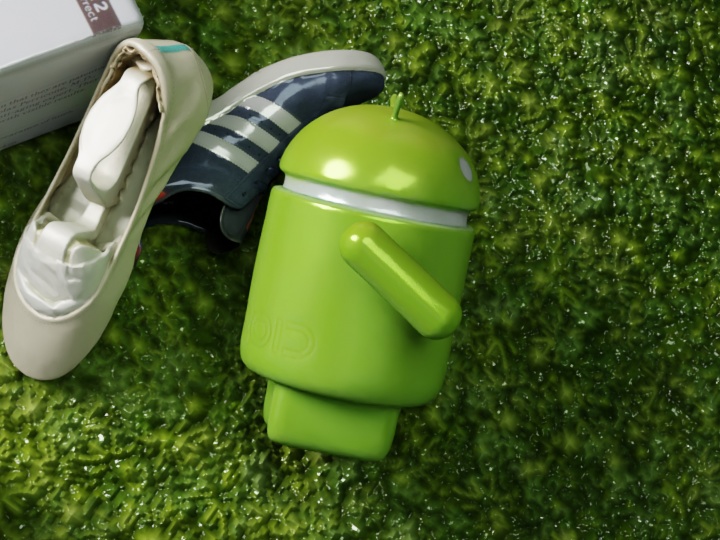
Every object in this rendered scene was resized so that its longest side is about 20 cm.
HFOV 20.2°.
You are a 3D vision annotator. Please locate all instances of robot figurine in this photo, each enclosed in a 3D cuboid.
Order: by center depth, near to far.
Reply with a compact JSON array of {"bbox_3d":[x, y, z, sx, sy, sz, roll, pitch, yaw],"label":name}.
[{"bbox_3d":[0.000,0.000,1.113,0.115,0.175,0.201,11,95,-5],"label":"robot figurine"}]

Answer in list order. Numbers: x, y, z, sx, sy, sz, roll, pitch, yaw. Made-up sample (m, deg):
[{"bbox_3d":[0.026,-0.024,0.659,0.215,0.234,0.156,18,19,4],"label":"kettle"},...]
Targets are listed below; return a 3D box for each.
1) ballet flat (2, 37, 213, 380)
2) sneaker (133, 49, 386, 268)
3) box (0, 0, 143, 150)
[{"bbox_3d":[-0.146,-0.034,1.078,0.069,0.069,0.200,25,93,-10],"label":"ballet flat"},{"bbox_3d":[-0.066,-0.060,1.160,0.200,0.075,0.085,-23,78,-16],"label":"sneaker"},{"bbox_3d":[-0.255,-0.161,1.094,0.200,0.131,0.199,-23,79,-26],"label":"box"}]
